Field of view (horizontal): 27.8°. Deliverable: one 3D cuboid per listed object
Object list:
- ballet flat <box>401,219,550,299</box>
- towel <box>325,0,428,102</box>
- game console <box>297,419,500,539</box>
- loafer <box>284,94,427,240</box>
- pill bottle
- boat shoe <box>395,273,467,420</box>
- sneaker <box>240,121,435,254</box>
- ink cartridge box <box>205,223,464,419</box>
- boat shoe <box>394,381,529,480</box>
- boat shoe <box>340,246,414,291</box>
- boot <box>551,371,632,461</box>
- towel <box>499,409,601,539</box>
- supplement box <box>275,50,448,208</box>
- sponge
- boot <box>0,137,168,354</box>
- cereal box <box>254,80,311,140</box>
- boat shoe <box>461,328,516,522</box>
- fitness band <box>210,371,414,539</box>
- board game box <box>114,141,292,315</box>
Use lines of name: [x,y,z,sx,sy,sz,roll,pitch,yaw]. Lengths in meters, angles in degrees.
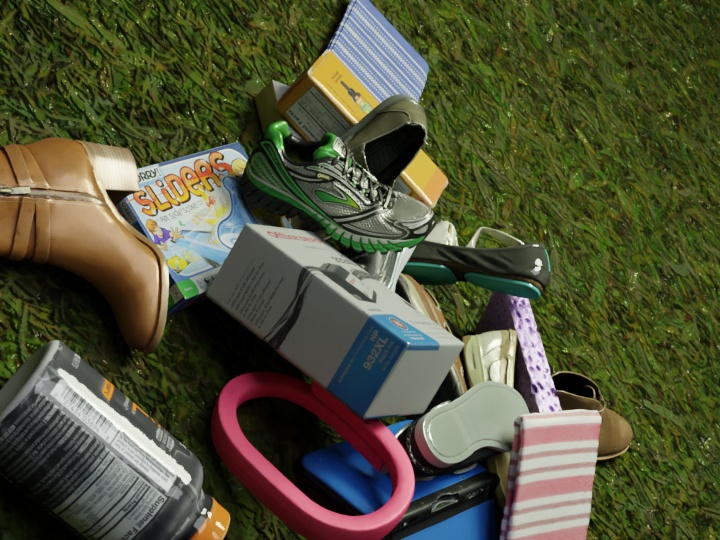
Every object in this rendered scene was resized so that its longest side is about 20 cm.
ballet flat: [0.111,-0.014,1.578,0.068,0.197,0.069,64,37,-64]
towel: [0.017,-0.249,1.811,0.145,0.024,0.201,43,37,-18]
game console: [0.041,0.249,1.395,0.170,0.119,0.199,33,24,29]
loafer: [-0.007,-0.100,1.500,0.075,0.200,0.070,43,2,-25]
pill bottle: [-0.194,0.156,1.123,0.200,0.106,0.107,43,35,-15]
boat shoe: [0.076,0.089,1.530,0.073,0.075,0.202,5,57,-51]
sneaker: [-0.018,-0.080,1.427,0.198,0.086,0.078,21,33,1]
ink cartridge box: [-0.022,0.045,1.352,0.199,0.084,0.145,36,13,22]
boat shoe: [0.097,0.156,1.415,0.199,0.060,0.076,-1,66,-52]
boat shoe: [0.000,0.000,1.493,0.071,0.071,0.201,55,40,-33]
boot: [0.261,0.167,1.679,0.199,0.075,0.074,21,43,-39]
towel: [0.183,0.239,1.461,0.146,0.030,0.203,5,94,-51]
supplement box: [0.002,-0.139,1.581,0.200,0.069,0.067,48,36,-10]
sponge: [0.171,0.117,1.585,0.029,0.112,0.202,-2,57,-17]
boot: [-0.254,-0.018,1.250,0.153,0.074,0.202,-3,67,-40]
cereal box: [-0.021,-0.123,1.631,0.199,0.039,0.145,14,50,-43]
boat shoe: [0.151,0.163,1.520,0.073,0.062,0.203,79,1,-73]
fitness band: [-0.044,0.163,1.299,0.199,0.038,0.143,40,42,18]
board game box: [-0.152,-0.045,1.412,0.136,0.034,0.199,57,35,6]
